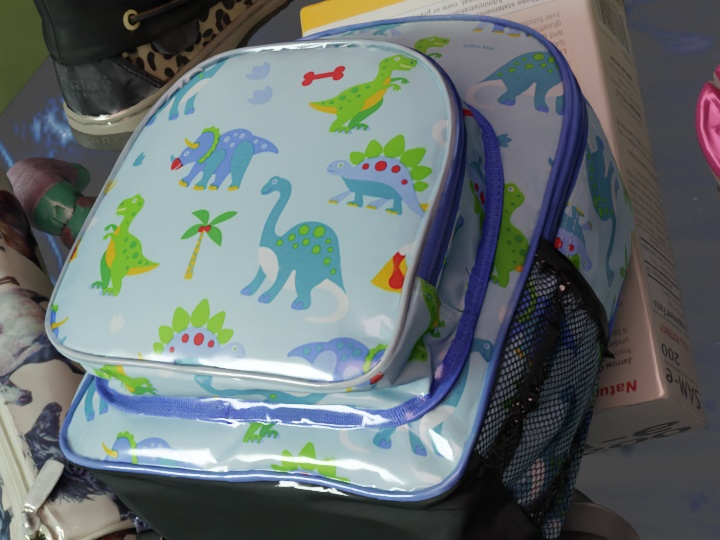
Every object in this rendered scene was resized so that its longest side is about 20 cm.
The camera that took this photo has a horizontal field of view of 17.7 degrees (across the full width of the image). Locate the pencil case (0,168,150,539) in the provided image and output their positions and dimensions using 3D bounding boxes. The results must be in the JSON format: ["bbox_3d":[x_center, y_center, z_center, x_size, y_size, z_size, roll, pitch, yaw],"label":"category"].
[{"bbox_3d":[-0.144,0.048,0.943,0.077,0.090,0.201,-28,66,-4],"label":"pencil case"}]

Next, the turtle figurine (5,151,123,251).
[{"bbox_3d":[-0.068,-0.006,0.983,0.150,0.101,0.200,-45,59,0],"label":"turtle figurine"}]

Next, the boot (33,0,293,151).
[{"bbox_3d":[-0.084,-0.167,0.957,0.073,0.151,0.200,10,51,37],"label":"boot"}]

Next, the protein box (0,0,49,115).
[{"bbox_3d":[-0.209,-0.181,1.011,0.135,0.198,0.200,42,95,27],"label":"protein box"}]

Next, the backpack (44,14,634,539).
[{"bbox_3d":[0.000,0.000,0.819,0.182,0.147,0.201,2,54,31],"label":"backpack"}]

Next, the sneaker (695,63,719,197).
[{"bbox_3d":[0.210,-0.078,0.899,0.199,0.088,0.082,-29,71,-11],"label":"sneaker"}]

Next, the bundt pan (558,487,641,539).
[{"bbox_3d":[0.024,0.142,0.857,0.200,0.202,0.076,-11,115,18],"label":"bundt pan"}]

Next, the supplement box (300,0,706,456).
[{"bbox_3d":[0.057,-0.023,0.947,0.125,0.073,0.201,-14,73,18],"label":"supplement box"}]
